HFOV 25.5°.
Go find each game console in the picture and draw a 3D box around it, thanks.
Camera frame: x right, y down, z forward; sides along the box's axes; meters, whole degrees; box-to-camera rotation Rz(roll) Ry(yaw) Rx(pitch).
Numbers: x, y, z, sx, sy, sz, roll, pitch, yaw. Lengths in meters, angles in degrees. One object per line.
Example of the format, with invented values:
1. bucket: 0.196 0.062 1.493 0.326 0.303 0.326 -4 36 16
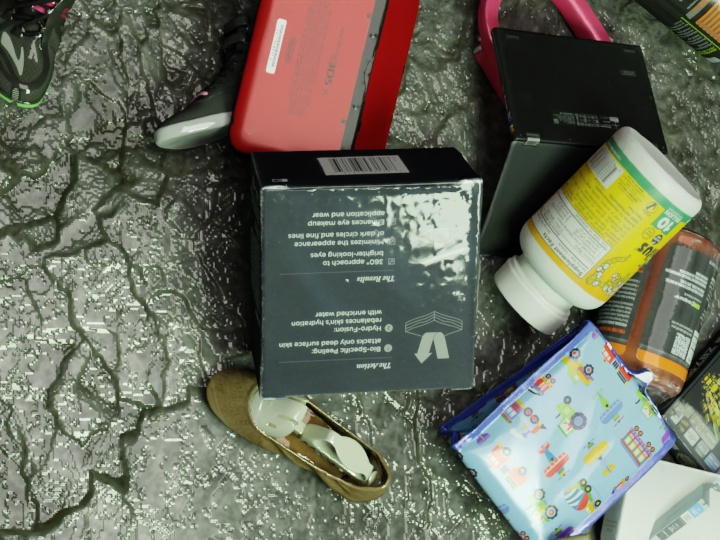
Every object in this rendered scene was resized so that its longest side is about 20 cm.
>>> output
1. game console: -0.031 -0.192 1.504 0.171 0.119 0.202 13 91 -13

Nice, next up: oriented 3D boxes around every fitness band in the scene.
1. fitness band: 0.199 -0.225 1.673 0.143 0.037 0.201 -38 99 -28

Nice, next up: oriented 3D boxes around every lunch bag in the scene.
1. lunch bag: 0.202 0.157 1.536 0.199 0.094 0.151 -38 98 -1

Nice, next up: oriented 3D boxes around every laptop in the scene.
1. laptop: 0.205 -0.127 1.638 0.186 0.116 0.202 3 65 -27

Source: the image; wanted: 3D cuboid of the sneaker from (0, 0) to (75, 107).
1. sneaker: -0.290 -0.244 1.419 0.076 0.084 0.202 15 75 -21

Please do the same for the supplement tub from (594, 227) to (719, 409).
1. supplement tub: 0.292 0.057 1.620 0.106 0.107 0.202 23 81 -20

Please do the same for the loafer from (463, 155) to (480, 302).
1. loafer: 0.091 -0.025 1.566 0.069 0.070 0.202 4 80 -24

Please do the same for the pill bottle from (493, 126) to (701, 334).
1. pill bottle: 0.229 -0.034 1.565 0.113 0.113 0.200 41 106 -13

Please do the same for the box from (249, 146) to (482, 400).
1. box: 0.000 0.000 1.429 0.195 0.118 0.202 -2 110 -9

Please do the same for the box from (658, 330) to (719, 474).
1. box: 0.416 0.177 1.695 0.161 0.049 0.200 -42 99 -20

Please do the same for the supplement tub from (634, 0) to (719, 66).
1. supplement tub: 0.380 -0.304 1.721 0.199 0.122 0.123 35 68 -16

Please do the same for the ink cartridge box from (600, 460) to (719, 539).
1. ink cartridge box: 0.339 0.292 1.612 0.198 0.045 0.178 14 84 -14

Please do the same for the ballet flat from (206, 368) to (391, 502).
1. ballet flat: -0.049 0.150 1.469 0.200 0.072 0.068 38 67 -14

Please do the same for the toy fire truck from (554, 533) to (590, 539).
1. toy fire truck: 0.272 0.332 1.506 0.175 0.129 0.200 -27 135 7

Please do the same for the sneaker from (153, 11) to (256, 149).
1. sneaker: -0.125 -0.183 1.496 0.199 0.071 0.100 -26 93 -33
